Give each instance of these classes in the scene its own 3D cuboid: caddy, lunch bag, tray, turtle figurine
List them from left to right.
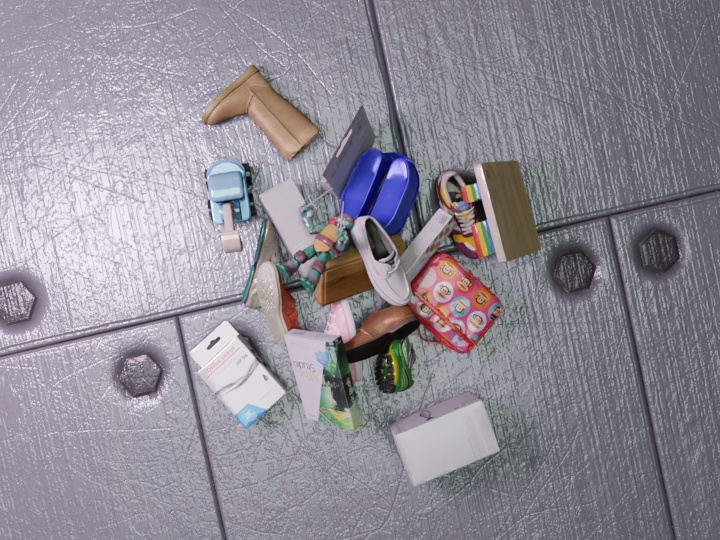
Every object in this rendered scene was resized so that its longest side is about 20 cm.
[{"bbox_3d":[-0.069,-0.061,1.395,0.201,0.149,0.101,-55,134,-16],"label":"turtle figurine"},{"bbox_3d":[0.000,0.000,1.491,0.197,0.037,0.100,-18,133,-24],"label":"tray"},{"bbox_3d":[0.042,-0.160,1.523,0.140,0.105,0.203,24,90,19],"label":"caddy"},{"bbox_3d":[0.186,0.078,1.546,0.199,0.082,0.177,40,91,-6],"label":"lunch bag"}]

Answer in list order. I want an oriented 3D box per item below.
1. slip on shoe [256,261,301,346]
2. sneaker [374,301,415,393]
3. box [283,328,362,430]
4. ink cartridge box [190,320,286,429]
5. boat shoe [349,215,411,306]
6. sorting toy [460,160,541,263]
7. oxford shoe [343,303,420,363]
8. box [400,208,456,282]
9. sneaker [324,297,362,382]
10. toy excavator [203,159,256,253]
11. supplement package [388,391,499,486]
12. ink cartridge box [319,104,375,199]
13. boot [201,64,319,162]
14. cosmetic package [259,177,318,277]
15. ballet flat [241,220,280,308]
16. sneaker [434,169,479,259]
[{"bbox_3d":[-0.168,0.065,1.493,0.061,0.074,0.203,-34,127,-32],"label":"slip on shoe"},{"bbox_3d":[0.076,0.162,1.549,0.084,0.077,0.204,6,81,-41],"label":"sneaker"},{"bbox_3d":[-0.077,0.223,1.474,0.036,0.143,0.203,-32,114,-42],"label":"box"},{"bbox_3d":[-0.263,0.218,1.514,0.116,0.067,0.200,-42,93,-3],"label":"ink cartridge box"},{"bbox_3d":[0.050,-0.020,1.431,0.071,0.066,0.202,-28,96,-22],"label":"boat shoe"},{"bbox_3d":[0.292,-0.122,1.510,0.069,0.198,0.203,-15,89,35],"label":"sorting toy"},{"bbox_3d":[0.024,0.130,1.482,0.198,0.072,0.072,-29,60,0],"label":"oxford shoe"},{"bbox_3d":[0.125,-0.039,1.509,0.041,0.039,0.201,35,85,34],"label":"box"},{"bbox_3d":[-0.061,0.148,1.525,0.103,0.075,0.204,-11,95,-10],"label":"sneaker"},{"bbox_3d":[-0.268,-0.132,1.447,0.098,0.200,0.198,-8,90,-4],"label":"toy excavator"},{"bbox_3d":[0.175,0.356,1.524,0.197,0.117,0.119,-21,92,-5],"label":"supplement package"},{"bbox_3d":[-0.036,-0.246,1.466,0.050,0.200,0.163,28,88,14],"label":"ink cartridge box"},{"bbox_3d":[-0.213,-0.311,1.520,0.175,0.066,0.200,-44,94,-3],"label":"boot"},{"bbox_3d":[-0.133,-0.085,1.505,0.089,0.107,0.202,-32,91,-7],"label":"cosmetic package"},{"bbox_3d":[-0.200,-0.012,1.510,0.061,0.068,0.203,13,112,-14],"label":"ballet flat"},{"bbox_3d":[0.218,-0.118,1.540,0.074,0.090,0.202,-26,92,-4],"label":"sneaker"}]
